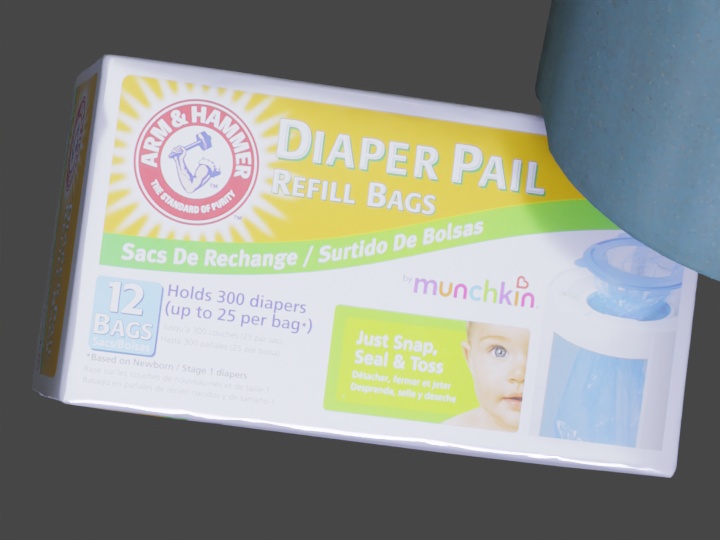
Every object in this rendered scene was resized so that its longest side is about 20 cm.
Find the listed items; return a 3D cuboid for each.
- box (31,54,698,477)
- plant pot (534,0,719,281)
[{"bbox_3d":[0.000,0.000,0.797,0.200,0.101,0.113,7,88,-11],"label":"box"},{"bbox_3d":[0.143,-0.109,0.704,0.200,0.200,0.196,6,131,-11],"label":"plant pot"}]
